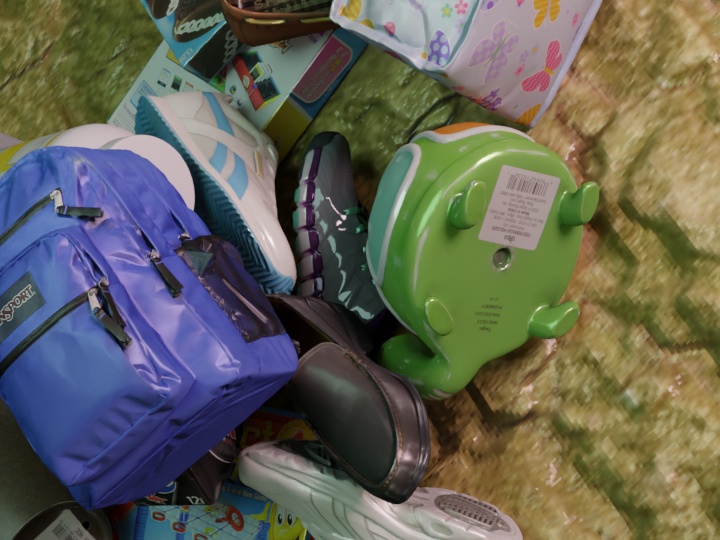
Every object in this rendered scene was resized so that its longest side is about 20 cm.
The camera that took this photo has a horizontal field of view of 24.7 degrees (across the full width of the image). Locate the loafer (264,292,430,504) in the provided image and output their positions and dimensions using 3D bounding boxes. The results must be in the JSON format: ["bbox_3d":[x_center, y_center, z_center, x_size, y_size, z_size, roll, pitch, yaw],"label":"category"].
[{"bbox_3d":[-0.018,0.079,1.055,0.073,0.072,0.200,-59,33,11],"label":"loafer"}]

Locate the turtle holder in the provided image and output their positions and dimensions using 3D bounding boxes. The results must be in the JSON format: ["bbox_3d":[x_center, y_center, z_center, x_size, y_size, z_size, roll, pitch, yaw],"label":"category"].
[{"bbox_3d":[0.071,-0.009,1.095,0.132,0.140,0.188,37,142,52],"label":"turtle holder"}]

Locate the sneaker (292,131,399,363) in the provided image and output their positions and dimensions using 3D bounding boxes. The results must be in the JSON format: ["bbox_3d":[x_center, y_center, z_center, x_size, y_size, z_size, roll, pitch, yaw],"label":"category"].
[{"bbox_3d":[0.000,0.000,1.185,0.086,0.074,0.203,0,84,18],"label":"sneaker"}]

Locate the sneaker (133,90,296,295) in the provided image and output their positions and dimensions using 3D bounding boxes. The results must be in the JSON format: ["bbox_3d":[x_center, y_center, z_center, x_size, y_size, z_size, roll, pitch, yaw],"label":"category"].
[{"bbox_3d":[-0.090,-0.061,1.194,0.201,0.080,0.077,57,144,31],"label":"sneaker"}]

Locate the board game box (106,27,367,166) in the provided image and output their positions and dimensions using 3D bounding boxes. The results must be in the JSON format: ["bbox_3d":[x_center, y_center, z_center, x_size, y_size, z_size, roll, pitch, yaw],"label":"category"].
[{"bbox_3d":[-0.102,-0.149,1.307,0.201,0.040,0.153,-52,53,15],"label":"board game box"}]

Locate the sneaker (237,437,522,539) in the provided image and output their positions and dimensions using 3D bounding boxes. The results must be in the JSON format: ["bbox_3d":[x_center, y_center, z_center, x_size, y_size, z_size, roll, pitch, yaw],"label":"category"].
[{"bbox_3d":[0.001,0.179,1.089,0.198,0.078,0.101,22,102,14],"label":"sneaker"}]

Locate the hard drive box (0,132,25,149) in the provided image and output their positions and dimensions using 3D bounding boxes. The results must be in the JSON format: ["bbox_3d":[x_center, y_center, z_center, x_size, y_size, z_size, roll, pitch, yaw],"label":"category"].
[{"bbox_3d":[-0.329,-0.036,1.351,0.156,0.199,0.077,-45,56,19],"label":"hard drive box"}]

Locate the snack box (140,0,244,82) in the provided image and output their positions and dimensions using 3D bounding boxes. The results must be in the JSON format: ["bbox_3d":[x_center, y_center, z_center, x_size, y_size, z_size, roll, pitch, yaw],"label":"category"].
[{"bbox_3d":[-0.085,-0.257,1.272,0.200,0.037,0.117,-44,56,14],"label":"snack box"}]

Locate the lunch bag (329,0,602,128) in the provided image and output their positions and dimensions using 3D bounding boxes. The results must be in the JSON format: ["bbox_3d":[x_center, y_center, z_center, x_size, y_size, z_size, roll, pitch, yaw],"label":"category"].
[{"bbox_3d":[0.091,-0.219,1.092,0.126,0.169,0.202,32,98,27],"label":"lunch bag"}]

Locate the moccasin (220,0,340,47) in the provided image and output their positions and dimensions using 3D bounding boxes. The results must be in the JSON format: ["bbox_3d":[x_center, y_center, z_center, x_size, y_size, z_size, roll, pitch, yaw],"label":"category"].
[{"bbox_3d":[-0.006,-0.220,1.191,0.199,0.078,0.075,-11,84,1],"label":"moccasin"}]

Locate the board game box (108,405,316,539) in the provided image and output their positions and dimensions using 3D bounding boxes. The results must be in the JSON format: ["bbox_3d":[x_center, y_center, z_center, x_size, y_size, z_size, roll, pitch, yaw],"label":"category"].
[{"bbox_3d":[-0.100,0.194,1.206,0.198,0.056,0.199,7,83,38],"label":"board game box"}]

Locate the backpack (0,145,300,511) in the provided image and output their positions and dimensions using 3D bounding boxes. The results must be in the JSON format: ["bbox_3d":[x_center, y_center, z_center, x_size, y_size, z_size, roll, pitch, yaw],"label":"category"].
[{"bbox_3d":[-0.160,0.021,1.010,0.162,0.168,0.201,-38,76,14],"label":"backpack"}]

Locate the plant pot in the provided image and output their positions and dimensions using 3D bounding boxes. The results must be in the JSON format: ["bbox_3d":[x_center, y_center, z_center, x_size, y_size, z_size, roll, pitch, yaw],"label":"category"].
[{"bbox_3d":[-0.275,0.170,1.248,0.199,0.186,0.189,30,97,46],"label":"plant pot"}]

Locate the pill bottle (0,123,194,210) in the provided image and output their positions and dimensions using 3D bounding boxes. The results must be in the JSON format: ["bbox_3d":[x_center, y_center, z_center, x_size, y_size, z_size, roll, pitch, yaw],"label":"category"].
[{"bbox_3d":[-0.206,-0.045,1.195,0.199,0.111,0.114,-5,74,52],"label":"pill bottle"}]

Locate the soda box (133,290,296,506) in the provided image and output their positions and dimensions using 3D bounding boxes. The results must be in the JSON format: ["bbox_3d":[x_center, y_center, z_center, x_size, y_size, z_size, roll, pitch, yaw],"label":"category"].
[{"bbox_3d":[-0.111,0.071,1.177,0.070,0.064,0.201,-6,42,27],"label":"soda box"}]
